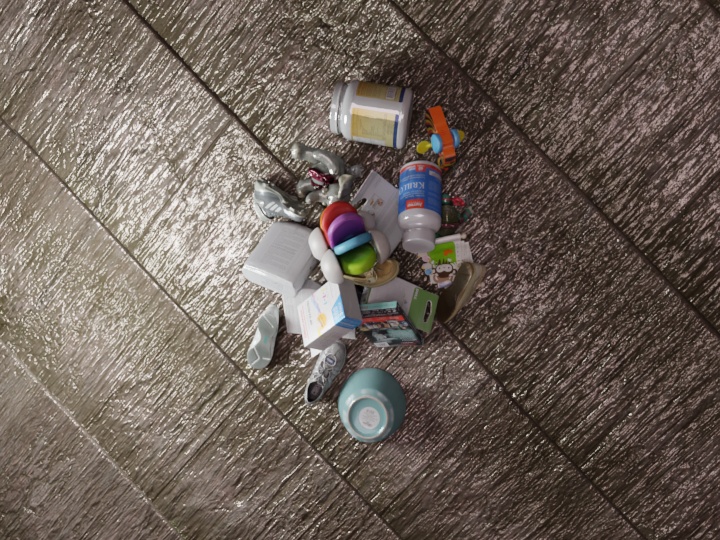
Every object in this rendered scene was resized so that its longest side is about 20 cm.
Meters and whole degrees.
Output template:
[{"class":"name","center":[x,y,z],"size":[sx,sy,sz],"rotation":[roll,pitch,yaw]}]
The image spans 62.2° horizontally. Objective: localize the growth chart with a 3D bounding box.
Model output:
[{"class":"growth chart","center":[0.230,-0.012,1.534],"size":[0.140,0.018,0.203],"rotation":[-18,128,12]}]

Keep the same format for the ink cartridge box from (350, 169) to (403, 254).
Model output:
[{"class":"ink cartridge box","center":[0.039,-0.132,1.553],"size":[0.171,0.044,0.202],"rotation":[33,100,-17]}]

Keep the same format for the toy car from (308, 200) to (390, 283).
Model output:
[{"class":"toy car","center":[-0.033,-0.083,1.417],"size":[0.170,0.202,0.153],"rotation":[-23,136,-10]}]

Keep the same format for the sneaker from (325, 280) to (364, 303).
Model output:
[{"class":"sneaker","center":[-0.002,0.041,1.590],"size":[0.196,0.077,0.151],"rotation":[15,101,7]}]

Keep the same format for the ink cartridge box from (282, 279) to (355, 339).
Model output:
[{"class":"ink cartridge box","center":[-0.108,0.102,1.591],"size":[0.192,0.051,0.165],"rotation":[3,128,5]}]

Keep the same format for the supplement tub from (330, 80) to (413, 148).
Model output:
[{"class":"supplement tub","center":[0.029,-0.395,1.502],"size":[0.193,0.144,0.150],"rotation":[11,98,6]}]

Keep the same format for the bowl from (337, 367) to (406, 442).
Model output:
[{"class":"bowl","center":[0.025,0.378,1.611],"size":[0.193,0.105,0.209],"rotation":[1,96,8]}]

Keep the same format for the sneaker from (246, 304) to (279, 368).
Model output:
[{"class":"sneaker","center":[-0.260,0.185,1.651],"size":[0.068,0.081,0.205],"rotation":[21,118,-3]}]

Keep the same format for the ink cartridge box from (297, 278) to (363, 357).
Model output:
[{"class":"ink cartridge box","center":[-0.091,0.119,1.487],"size":[0.199,0.067,0.118],"rotation":[-38,52,33]}]

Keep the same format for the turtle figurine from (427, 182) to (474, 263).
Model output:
[{"class":"turtle figurine","center":[0.215,-0.124,1.534],"size":[0.144,0.101,0.208],"rotation":[6,105,13]}]

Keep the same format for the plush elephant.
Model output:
[{"class":"plush elephant","center":[-0.083,-0.212,1.523],"size":[0.192,0.158,0.168],"rotation":[2,138,-6]}]

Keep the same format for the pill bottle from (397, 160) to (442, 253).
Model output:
[{"class":"pill bottle","center":[0.146,-0.154,1.463],"size":[0.108,0.113,0.207],"rotation":[0,68,8]}]

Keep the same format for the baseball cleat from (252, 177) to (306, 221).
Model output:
[{"class":"baseball cleat","center":[-0.215,-0.163,1.584],"size":[0.199,0.068,0.109],"rotation":[41,125,33]}]

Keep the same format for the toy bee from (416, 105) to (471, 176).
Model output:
[{"class":"toy bee","center":[0.204,-0.305,1.516],"size":[0.126,0.109,0.207],"rotation":[3,67,-6]}]

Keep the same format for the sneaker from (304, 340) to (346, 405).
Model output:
[{"class":"sneaker","center":[-0.095,0.282,1.621],"size":[0.073,0.082,0.205],"rotation":[23,105,0]}]

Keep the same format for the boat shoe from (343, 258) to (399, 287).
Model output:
[{"class":"boat shoe","center":[0.000,0.000,1.493],"size":[0.193,0.063,0.076],"rotation":[-8,65,20]}]

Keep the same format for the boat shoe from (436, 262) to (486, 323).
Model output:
[{"class":"boat shoe","center":[0.260,0.060,1.540],"size":[0.063,0.073,0.203],"rotation":[-1,134,-29]}]

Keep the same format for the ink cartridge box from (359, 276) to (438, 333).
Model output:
[{"class":"ink cartridge box","center":[0.100,0.083,1.558],"size":[0.195,0.059,0.107],"rotation":[23,73,-19]}]

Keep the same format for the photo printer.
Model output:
[{"class":"photo printer","center":[-0.192,-0.040,1.560],"size":[0.162,0.203,0.071],"rotation":[18,142,15]}]

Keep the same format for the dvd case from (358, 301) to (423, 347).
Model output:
[{"class":"dvd case","center":[0.065,0.142,1.532],"size":[0.142,0.201,0.023],"rotation":[-7,53,26]}]
